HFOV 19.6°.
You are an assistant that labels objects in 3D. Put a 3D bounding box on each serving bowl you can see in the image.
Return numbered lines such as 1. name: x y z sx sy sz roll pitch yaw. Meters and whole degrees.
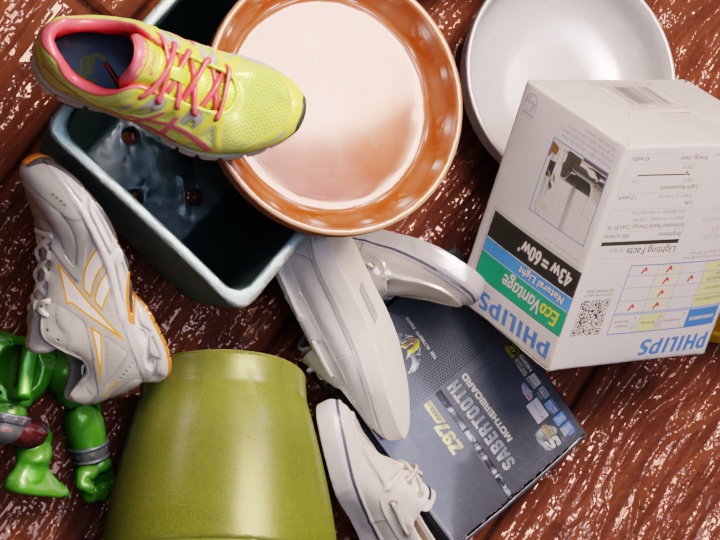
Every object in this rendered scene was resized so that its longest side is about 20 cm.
1. serving bowl: 0.171 -0.162 1.798 0.199 0.066 0.201 3 82 -20

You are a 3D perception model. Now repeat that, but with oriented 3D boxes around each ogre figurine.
1. ogre figurine: -0.270 0.105 1.584 0.199 0.098 0.121 14 90 -7

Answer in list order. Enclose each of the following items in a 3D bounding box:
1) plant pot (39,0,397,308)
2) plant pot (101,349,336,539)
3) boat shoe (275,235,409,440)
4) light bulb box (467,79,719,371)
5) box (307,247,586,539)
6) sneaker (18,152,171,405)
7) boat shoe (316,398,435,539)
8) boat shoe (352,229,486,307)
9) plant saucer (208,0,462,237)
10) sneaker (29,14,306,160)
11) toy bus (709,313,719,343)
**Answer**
1. plant pot: -0.130 -0.093 1.604 0.196 0.200 0.196 43 71 -10
2. plant pot: -0.108 0.169 1.599 0.199 0.200 0.194 7 69 -20
3. boat shoe: -0.017 0.053 1.636 0.072 0.068 0.201 -78 150 -50
4. light bulb box: 0.211 -0.040 1.694 0.197 0.125 0.201 -4 121 -40
5. box: 0.071 0.106 1.735 0.157 0.051 0.200 -37 96 -20
6. sneaker: -0.213 0.013 1.517 0.092 0.076 0.201 -29 112 -14
7. boat shoe: 0.024 0.180 1.662 0.069 0.071 0.201 -19 115 8
8. boat shoe: 0.000 0.000 1.680 0.199 0.072 0.066 20 73 8
9. plant saucer: -0.022 -0.123 1.525 0.199 0.032 0.202 2 83 -19
10. sneaker: -0.135 -0.129 1.431 0.199 0.090 0.079 12 81 -1
11. toy bus: 0.355 -0.046 1.787 0.135 0.192 0.201 10 78 -18
